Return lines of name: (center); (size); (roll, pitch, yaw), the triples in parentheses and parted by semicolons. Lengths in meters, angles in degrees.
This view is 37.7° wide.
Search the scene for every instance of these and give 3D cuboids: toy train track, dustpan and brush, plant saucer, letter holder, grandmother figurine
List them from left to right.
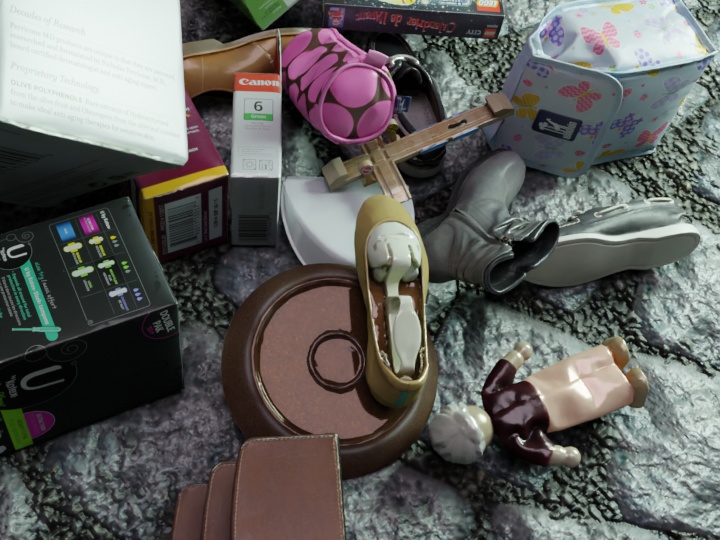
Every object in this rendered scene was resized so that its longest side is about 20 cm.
letter holder: (-0.082, 0.241, 0.818); (0.142, 0.101, 0.200); (-1, 57, -7)
plant saucer: (-0.023, 0.083, 0.940); (0.200, 0.034, 0.201); (4, 70, -11)
dustpan and brush: (0.000, 0.000, 1.026); (0.139, 0.057, 0.200); (0, 49, -19)
toy train track: (0.056, -0.133, 1.042); (0.200, 0.033, 0.115); (-23, 58, -4)
grandmother figurine: (0.157, 0.125, 0.948); (0.199, 0.061, 0.121); (-16, 50, -14)

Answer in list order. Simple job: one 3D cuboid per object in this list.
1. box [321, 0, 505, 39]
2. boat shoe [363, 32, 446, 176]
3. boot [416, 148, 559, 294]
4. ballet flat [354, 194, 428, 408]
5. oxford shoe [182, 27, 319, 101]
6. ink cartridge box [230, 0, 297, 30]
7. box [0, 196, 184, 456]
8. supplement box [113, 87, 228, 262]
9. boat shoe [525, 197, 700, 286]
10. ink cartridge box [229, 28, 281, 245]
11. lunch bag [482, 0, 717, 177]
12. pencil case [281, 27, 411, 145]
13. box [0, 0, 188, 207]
box: (0.055, -0.327, 1.188); (0.199, 0.038, 0.137); (2, 55, -7)
boat shoe: (0.048, -0.196, 1.142); (0.074, 0.060, 0.200); (-4, 57, -11)
boot: (0.140, -0.045, 1.020); (0.131, 0.070, 0.200); (8, 46, 43)
ballet flat: (0.035, 0.018, 0.924); (0.068, 0.063, 0.201); (-1, 71, -14)
oxford shoe: (-0.120, -0.221, 1.155); (0.200, 0.071, 0.071); (-17, 90, -21)
ink cartridge box: (-0.120, -0.355, 1.195); (0.104, 0.059, 0.200); (-40, 39, 0)
box: (-0.263, 0.052, 0.888); (0.200, 0.149, 0.124); (-19, 60, -20)
supplement box: (-0.204, -0.122, 1.037); (0.085, 0.110, 0.200); (-19, 61, -20)
boat shoe: (0.243, -0.035, 1.064); (0.199, 0.074, 0.060); (-11, 53, -11)
ink cartridge box: (-0.105, -0.136, 1.061); (0.050, 0.109, 0.200); (1, 56, -6)
lunch bag: (0.240, -0.189, 1.110); (0.199, 0.170, 0.127); (-11, 61, -19)
pencil case: (-0.024, -0.193, 1.068); (0.091, 0.094, 0.200); (8, 19, -22)
box: (-0.286, -0.164, 0.897); (0.200, 0.199, 0.172); (8, 74, -53)
